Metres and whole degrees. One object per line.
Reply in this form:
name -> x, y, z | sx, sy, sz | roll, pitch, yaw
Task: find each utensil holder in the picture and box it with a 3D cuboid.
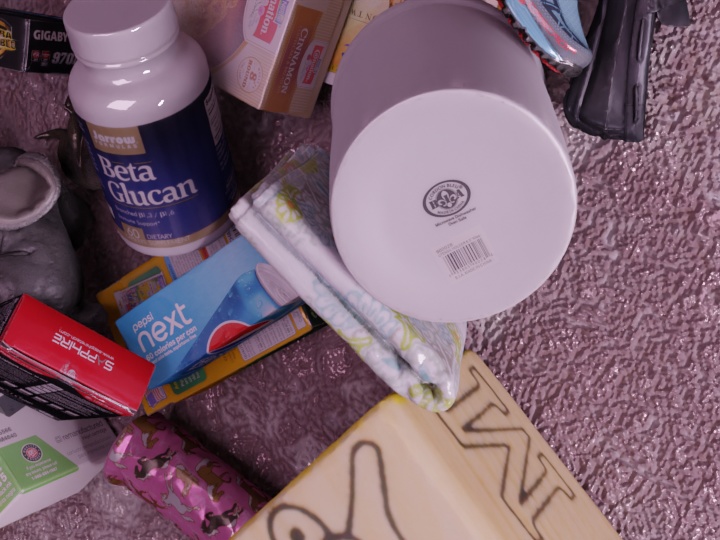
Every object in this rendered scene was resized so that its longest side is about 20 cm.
utensil holder -> 0.058, -0.084, 0.728 | 0.166, 0.201, 0.173 | 1, 117, 1

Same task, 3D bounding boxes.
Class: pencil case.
pencil case -> -0.143, 0.211, 0.959 | 0.199, 0.083, 0.087 | 34, 103, 18

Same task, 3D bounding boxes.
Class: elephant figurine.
elephant figurine -> -0.318, -0.054, 0.976 | 0.141, 0.153, 0.204 | -13, 68, 54

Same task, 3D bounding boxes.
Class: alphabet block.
alphabet block -> 0.054, 0.209, 0.801 | 0.195, 0.196, 0.201 | -42, 78, 22

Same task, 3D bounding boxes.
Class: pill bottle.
pill bottle -> -0.166, -0.120, 0.830 | 0.109, 0.112, 0.202 | 13, 137, 23

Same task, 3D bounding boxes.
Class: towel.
towel -> 0.000, 0.000, 0.764 | 0.200, 0.171, 0.048 | 45, 110, -5

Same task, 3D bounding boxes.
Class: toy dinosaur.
toy dinosaur -> -0.243, -0.116, 0.971 | 0.197, 0.077, 0.104 | -1, 89, 23

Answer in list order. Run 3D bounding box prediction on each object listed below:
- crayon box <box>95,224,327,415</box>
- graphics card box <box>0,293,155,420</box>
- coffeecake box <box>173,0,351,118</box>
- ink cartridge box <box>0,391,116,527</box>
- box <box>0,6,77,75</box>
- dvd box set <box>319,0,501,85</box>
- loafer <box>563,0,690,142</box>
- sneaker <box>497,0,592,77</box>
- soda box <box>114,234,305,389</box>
crayon box -> -0.134, 0.032, 0.950 | 0.198, 0.051, 0.127 | -28, 84, 25
graphics card box -> -0.270, 0.080, 0.894 | 0.199, 0.125, 0.052 | -16, 47, 55
coffeecake box -> -0.106, -0.240, 0.874 | 0.199, 0.073, 0.156 | 31, 109, 30
ink cartridge box -> -0.348, 0.131, 1.012 | 0.084, 0.145, 0.201 | -42, 78, 24
box -> -0.321, -0.213, 0.951 | 0.197, 0.158, 0.047 | 15, 103, 24
dvd box set -> 0.051, -0.231, 0.840 | 0.145, 0.029, 0.203 | 23, 105, 22
loafer -> 0.205, -0.192, 0.753 | 0.069, 0.068, 0.204 | 19, 109, 14
sneaker -> 0.129, -0.237, 0.733 | 0.094, 0.079, 0.203 | -24, 78, 23
soda box -> -0.106, 0.022, 0.871 | 0.198, 0.064, 0.069 | -32, 83, 26
